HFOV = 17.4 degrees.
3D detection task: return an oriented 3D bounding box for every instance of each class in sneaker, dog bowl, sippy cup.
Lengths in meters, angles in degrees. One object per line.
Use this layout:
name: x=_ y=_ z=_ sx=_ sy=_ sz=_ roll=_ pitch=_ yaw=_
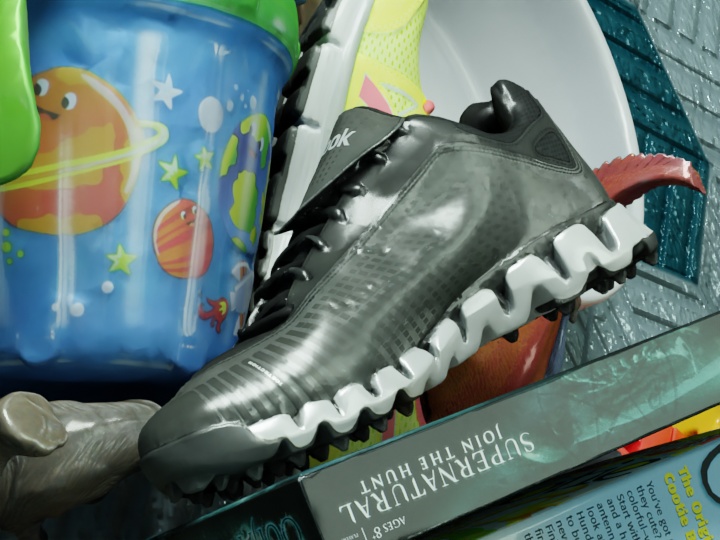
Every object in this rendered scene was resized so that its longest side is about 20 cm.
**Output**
sneaker: x=0.007 y=-0.013 z=0.805 sx=0.089 sy=0.078 sz=0.202 roll=12 pitch=79 yaw=-10
dog bowl: x=0.038 y=-0.069 z=1.011 sx=0.200 sy=0.078 sz=0.202 roll=36 pitch=44 yaw=-43
sippy cup: x=-0.086 y=-0.022 z=0.747 sx=0.177 sy=0.139 sz=0.132 roll=12 pitch=71 yaw=-41
sneaker: x=0.000 y=0.000 z=0.723 sx=0.199 sy=0.066 sz=0.091 roll=-29 pitch=88 yaw=-34

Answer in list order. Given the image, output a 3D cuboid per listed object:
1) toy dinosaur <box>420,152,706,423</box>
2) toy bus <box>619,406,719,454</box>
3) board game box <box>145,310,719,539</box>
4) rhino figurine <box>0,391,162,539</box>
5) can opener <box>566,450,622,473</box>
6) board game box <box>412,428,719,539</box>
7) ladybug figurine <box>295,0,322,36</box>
toy dinosaur: x=0.015 y=0.058 z=0.832 sx=0.104 sy=0.200 sz=0.182 roll=28 pitch=50 yaw=-9
toy bus: x=0.160 y=0.109 z=0.985 sx=0.192 sy=0.199 sz=0.136 roll=47 pitch=34 yaw=-18
board game box: x=0.041 y=0.053 z=0.701 sx=0.199 sy=0.135 sz=0.028 roll=-19 pitch=84 yaw=-29
rhino figurine: x=-0.126 y=0.052 z=0.658 sx=0.199 sy=0.087 sz=0.060 roll=8 pitch=49 yaw=-51
can opener: x=0.029 y=0.129 z=0.794 sx=0.199 sy=0.063 sz=0.079 roll=-26 pitch=90 yaw=-39
board game box: x=0.039 y=0.127 z=0.695 sx=0.199 sy=0.103 sz=0.106 roll=-16 pitch=86 yaw=-38
ladybug figurine: x=-0.054 y=-0.123 z=0.888 sx=0.135 sy=0.072 sz=0.202 roll=-4 pitch=80 yaw=-35
